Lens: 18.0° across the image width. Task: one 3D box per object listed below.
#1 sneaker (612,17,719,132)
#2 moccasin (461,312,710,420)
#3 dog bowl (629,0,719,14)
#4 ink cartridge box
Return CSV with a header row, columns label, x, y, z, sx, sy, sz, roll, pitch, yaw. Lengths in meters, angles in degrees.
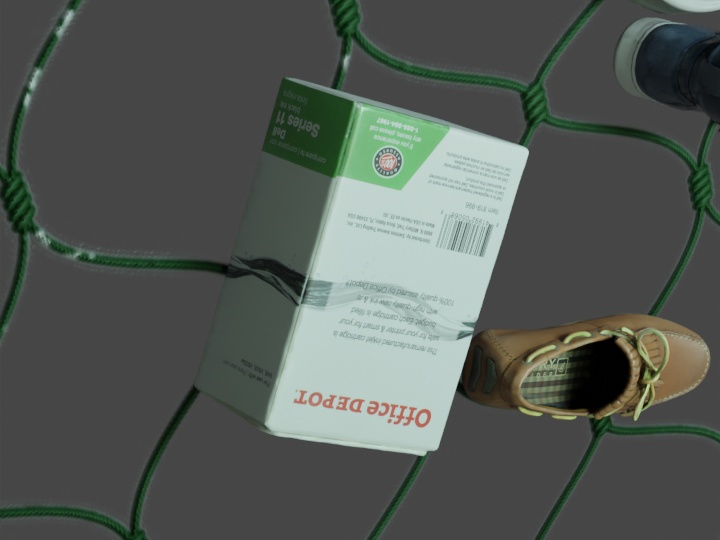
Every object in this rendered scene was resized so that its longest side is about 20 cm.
label,x,y,z,sx,sy,sz,roll,pitch,yaw
sneaker,0.288,-0.122,1.521,0.202,0.146,0.077,-2,105,-40
moccasin,0.164,0.066,1.531,0.201,0.078,0.074,6,102,-40
dog bowl,0.216,-0.259,1.471,0.199,0.059,0.201,-15,115,-34
ink cartridge box,0.000,0.000,1.372,0.146,0.083,0.201,12,97,-41
